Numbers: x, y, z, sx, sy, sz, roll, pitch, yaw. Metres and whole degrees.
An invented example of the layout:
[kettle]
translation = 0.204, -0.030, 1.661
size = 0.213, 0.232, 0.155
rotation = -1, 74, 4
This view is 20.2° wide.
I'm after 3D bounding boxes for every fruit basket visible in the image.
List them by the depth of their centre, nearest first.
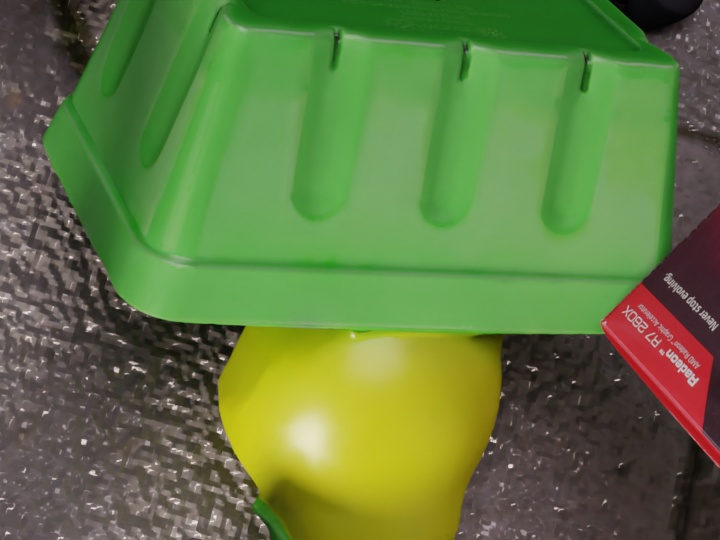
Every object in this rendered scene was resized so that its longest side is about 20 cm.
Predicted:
[fruit basket]
translation = 0.000, 0.000, 0.691
size = 0.215, 0.216, 0.156
rotation = -12, 33, -16

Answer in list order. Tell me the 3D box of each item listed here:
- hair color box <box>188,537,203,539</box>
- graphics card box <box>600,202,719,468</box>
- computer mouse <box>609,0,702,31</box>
[hair color box]
translation = -0.029, 0.196, 0.621
size = 0.109, 0.065, 0.201
rotation = 16, 70, -5
[graphics card box]
translation = 0.180, -0.010, 0.615
size = 0.200, 0.051, 0.126
rotation = -44, 36, 6
[computer mouse]
translation = 0.045, -0.145, 0.807
size = 0.199, 0.034, 0.059
rotation = 16, 65, -4
